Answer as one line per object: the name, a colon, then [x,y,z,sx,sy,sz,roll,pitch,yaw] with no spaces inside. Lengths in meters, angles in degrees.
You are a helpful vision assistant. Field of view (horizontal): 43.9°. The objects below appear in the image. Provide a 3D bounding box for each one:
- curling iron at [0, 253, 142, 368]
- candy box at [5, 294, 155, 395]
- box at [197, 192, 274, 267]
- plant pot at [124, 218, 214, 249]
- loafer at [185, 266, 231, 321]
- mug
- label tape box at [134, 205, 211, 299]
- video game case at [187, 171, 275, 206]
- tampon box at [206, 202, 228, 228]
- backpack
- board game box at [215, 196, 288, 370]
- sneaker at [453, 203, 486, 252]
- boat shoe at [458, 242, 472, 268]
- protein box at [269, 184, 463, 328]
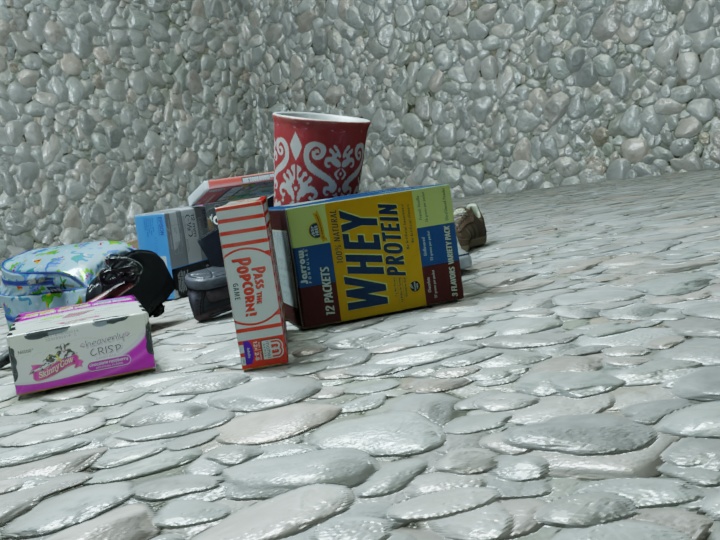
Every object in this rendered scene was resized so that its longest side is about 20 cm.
curling iron: [-0.344,0.048,1.054,0.200,0.050,0.026,-39,21,-9]
candy box: [-0.297,0.074,0.951,0.135,0.062,0.200,-10,6,-17]
box: [-0.126,-0.067,1.398,0.199,0.105,0.182,-34,9,-25]
plant pot: [-0.367,-0.025,1.706,0.199,0.093,0.201,-18,0,0]
loafer: [-0.153,0.021,1.229,0.199,0.064,0.072,-12,18,-43]
mug: [-0.044,-0.113,1.248,0.177,0.202,0.133,-5,16,-40]
label tape box: [-0.302,-0.037,1.554,0.066,0.145,0.200,-3,8,24]
video game case: [-0.182,-0.143,1.518,0.198,0.018,0.143,-11,-3,-23]
tampon box: [-0.288,-0.094,2.016,0.125,0.151,0.200,-8,6,2]
backpack: [-0.376,0.030,1.174,0.199,0.155,0.163,-19,16,28]
board game box: [-0.107,0.005,0.907,0.046,0.153,0.200,-9,7,-4]
sneaker: [0.163,-0.070,1.546,0.070,0.076,0.200,-5,7,25]
boat shoe: [0.108,-0.043,1.332,0.074,0.087,0.202,-10,6,-11]
protein box: [-0.008,-0.024,1.091,0.197,0.136,0.200,-10,6,-15]
